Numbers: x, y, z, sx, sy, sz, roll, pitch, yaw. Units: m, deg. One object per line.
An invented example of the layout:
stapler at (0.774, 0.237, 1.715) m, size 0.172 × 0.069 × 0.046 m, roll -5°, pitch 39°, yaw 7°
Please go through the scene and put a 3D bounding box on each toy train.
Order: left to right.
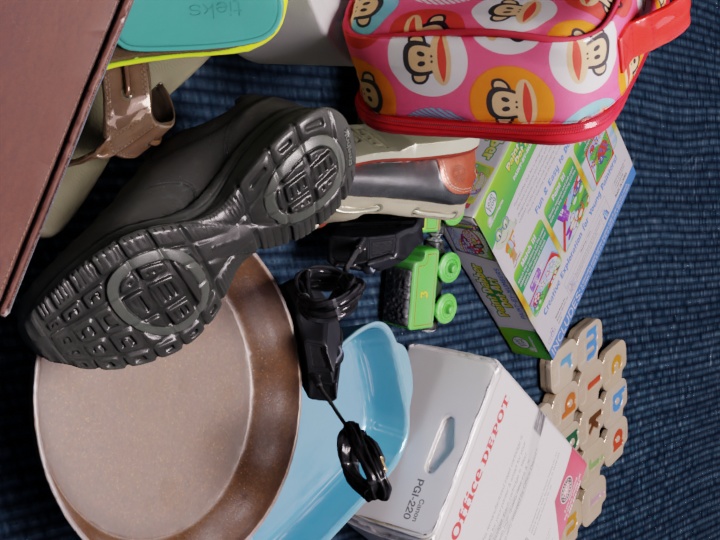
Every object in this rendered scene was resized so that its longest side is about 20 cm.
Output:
toy train at (0.045, -0.054, 1.021) m, size 0.056 × 0.041 × 0.203 m, roll -5°, pitch 103°, yaw -43°

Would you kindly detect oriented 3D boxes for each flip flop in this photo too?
flip flop at (-0.119, -0.097, 0.752) m, size 0.200 × 0.057 × 0.082 m, roll -51°, pitch 137°, yaw -36°

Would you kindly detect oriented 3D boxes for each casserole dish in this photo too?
casserole dish at (-0.033, 0.114, 0.950) m, size 0.200 × 0.038 × 0.122 m, roll -41°, pitch 130°, yaw -42°

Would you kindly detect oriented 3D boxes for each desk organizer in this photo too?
desk organizer at (-0.155, -0.094, 0.616) m, size 0.076 × 0.072 × 0.202 m, roll 20°, pitch 99°, yaw -24°

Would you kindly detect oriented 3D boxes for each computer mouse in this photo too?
computer mouse at (-0.012, 0.067, 0.854) m, size 0.034 × 0.201 × 0.059 m, roll -12°, pitch 127°, yaw -13°
computer mouse at (0.000, 0.000, 0.892) m, size 0.200 × 0.058 × 0.034 m, roll -52°, pitch 139°, yaw -67°

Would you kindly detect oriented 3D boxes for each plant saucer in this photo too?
plant saucer at (-0.110, 0.068, 0.802) m, size 0.199 × 0.034 × 0.203 m, roll 4°, pitch 85°, yaw -49°

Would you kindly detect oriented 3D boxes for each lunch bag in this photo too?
lunch bag at (0.098, -0.148, 0.803) m, size 0.200 × 0.174 × 0.083 m, roll -57°, pitch 144°, yaw -47°

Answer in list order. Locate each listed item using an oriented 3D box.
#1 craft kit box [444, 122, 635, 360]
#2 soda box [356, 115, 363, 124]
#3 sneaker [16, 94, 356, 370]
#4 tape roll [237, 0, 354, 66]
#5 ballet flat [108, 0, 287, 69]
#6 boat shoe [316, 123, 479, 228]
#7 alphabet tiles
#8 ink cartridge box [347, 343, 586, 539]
craft kit box at (0.146, -0.064, 1.159) m, size 0.201 × 0.048 × 0.198 m, roll -62°, pitch 144°, yaw -25°
soda box at (0.044, -0.170, 0.944) m, size 0.063 × 0.068 × 0.203 m, roll 4°, pitch 96°, yaw -19°
sneaker at (-0.096, -0.024, 0.748) m, size 0.199 × 0.090 × 0.076 m, roll -36°, pitch 130°, yaw -22°
tape roll at (-0.024, -0.217, 0.815) m, size 0.202 × 0.070 × 0.205 m, roll 5°, pitch 90°, yaw -67°
ballet flat at (-0.134, -0.130, 0.700) m, size 0.198 × 0.067 × 0.068 m, roll -6°, pitch 117°, yaw -19°
boat shoe at (-0.017, -0.055, 0.864) m, size 0.198 × 0.071 × 0.063 m, roll -7°, pitch 122°, yaw -28°
alphabet tiles at (0.194, 0.149, 1.306) m, size 0.195 × 0.014 × 0.202 m, roll -31°, pitch 123°, yaw -47°
ink cartridge box at (0.084, 0.166, 1.091) m, size 0.200 × 0.084 × 0.147 m, roll 48°, pitch 59°, yaw -51°
